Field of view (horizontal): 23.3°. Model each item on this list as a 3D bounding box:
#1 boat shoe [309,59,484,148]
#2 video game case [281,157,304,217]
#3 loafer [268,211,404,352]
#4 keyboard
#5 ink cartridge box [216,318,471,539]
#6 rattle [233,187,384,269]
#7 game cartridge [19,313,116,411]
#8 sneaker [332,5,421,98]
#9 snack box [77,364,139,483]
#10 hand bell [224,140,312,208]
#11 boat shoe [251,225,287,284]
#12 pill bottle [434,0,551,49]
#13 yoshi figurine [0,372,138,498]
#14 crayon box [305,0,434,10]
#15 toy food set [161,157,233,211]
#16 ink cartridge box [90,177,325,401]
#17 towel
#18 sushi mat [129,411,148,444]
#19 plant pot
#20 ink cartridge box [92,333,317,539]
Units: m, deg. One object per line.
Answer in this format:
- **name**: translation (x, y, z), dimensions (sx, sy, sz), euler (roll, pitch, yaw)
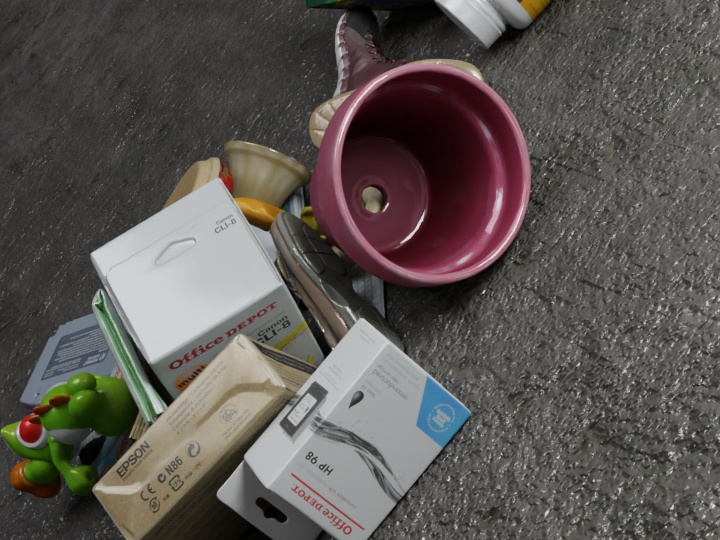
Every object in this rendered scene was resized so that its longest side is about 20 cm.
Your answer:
- **boat shoe**: translation (0.044, -0.171, 1.851), dimensions (0.199, 0.065, 0.073), euler (-18, 80, 20)
- **video game case**: translation (-0.140, -0.017, 1.986), dimensions (0.200, 0.022, 0.183), euler (-37, 31, 20)
- **loafer**: translation (-0.037, 0.029, 1.671), dimensions (0.063, 0.072, 0.200), euler (-50, 58, 19)
- **keyboard**: translation (0.000, 0.000, 1.777), dimensions (0.056, 0.011, 0.201), euler (-36, 32, 24)
- **ink cartridge box**: translation (-0.015, 0.158, 1.500), dimensions (0.200, 0.116, 0.067), euler (-50, 29, 0)
- **rattle**: translation (-0.018, -0.099, 1.783), dimensions (0.200, 0.143, 0.130), euler (-48, 7, 7)
- **game cartridge**: translation (-0.323, 0.109, 2.081), dimensions (0.199, 0.041, 0.134), euler (-18, 46, 45)
- **sneaker**: translation (0.030, -0.229, 1.958), dimensions (0.115, 0.076, 0.201), euler (-22, 49, 33)
- **snack box**: translation (-0.240, 0.132, 1.897), dimensions (0.201, 0.037, 0.116), euler (-57, 27, 9)
- **hand bell**: translation (-0.134, -0.028, 1.902), dimensions (0.104, 0.104, 0.201), euler (2, 68, 55)
- **boat shoe**: translation (-0.104, 0.037, 1.818), dimensions (0.071, 0.068, 0.201), euler (-14, 49, 17)
- **pill bottle**: translation (0.171, -0.331, 1.828), dimensions (0.200, 0.109, 0.109), euler (-48, 28, 4)
- **yoshi figurine**: translation (-0.297, 0.168, 1.851), dimensions (0.112, 0.112, 0.200), euler (-42, -2, -39)
- **crayon box**: translation (0.041, -0.334, 1.998), dimensions (0.199, 0.125, 0.052), euler (-2, 92, 55)
- **toy food set**: translation (-0.193, -0.027, 1.858), dimensions (0.200, 0.048, 0.199), euler (-43, 24, 52)
- **ink cartridge box**: translation (-0.136, 0.045, 1.645), dimensions (0.145, 0.200, 0.145), euler (-32, 57, -4)
- **towel**: translation (-0.194, 0.113, 1.654), dimensions (0.023, 0.200, 0.153), euler (-30, 64, -2)
- **sushi mat**: translation (-0.163, 0.108, 1.798), dimensions (0.012, 0.095, 0.201), euler (124, 167, -54)
- **plant pot**: translation (0.037, -0.082, 1.654), dimensions (0.201, 0.199, 0.179), euler (-57, 14, -15)
- **ink cartridge box**: translation (-0.120, 0.164, 1.580), dimensions (0.200, 0.165, 0.075), euler (-46, 65, 6)
